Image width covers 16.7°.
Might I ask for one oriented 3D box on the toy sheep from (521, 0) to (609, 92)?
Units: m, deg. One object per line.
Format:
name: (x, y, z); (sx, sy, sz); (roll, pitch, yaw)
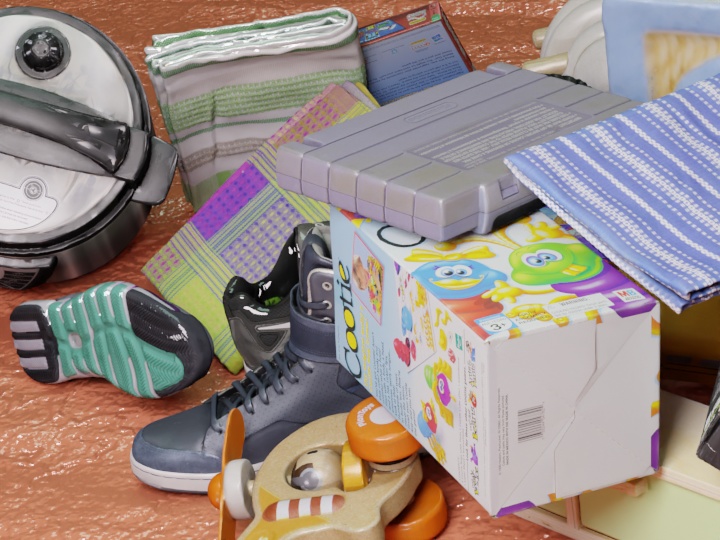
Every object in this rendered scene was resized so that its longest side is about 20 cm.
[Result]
toy sheep: (0.190, -0.147, 1.787); (0.137, 0.139, 0.200); (-4, 24, 10)

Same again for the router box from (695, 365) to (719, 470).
router box: (0.282, 0.087, 1.281); (0.199, 0.062, 0.150); (31, 33, -1)

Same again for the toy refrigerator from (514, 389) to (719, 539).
toy refrigerator: (0.150, 0.113, 1.363); (0.070, 0.076, 0.199); (-31, 35, -35)

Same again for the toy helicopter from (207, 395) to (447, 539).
toy helicopter: (-0.050, 0.142, 1.376); (0.132, 0.079, 0.200); (12, 40, 34)

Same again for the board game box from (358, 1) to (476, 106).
board game box: (-0.020, -0.128, 1.768); (0.199, 0.103, 0.020); (-18, 56, 12)

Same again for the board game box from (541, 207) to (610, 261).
board game box: (0.123, 0.010, 1.598); (0.134, 0.045, 0.200); (-14, 28, -8)

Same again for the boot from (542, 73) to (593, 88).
boot: (0.053, -0.077, 1.693); (0.210, 0.080, 0.158); (-25, 9, -27)

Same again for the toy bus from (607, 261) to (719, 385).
toy bus: (0.206, 0.030, 1.458); (0.199, 0.065, 0.078); (7, -16, 2)

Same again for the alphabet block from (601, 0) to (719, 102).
alphabet block: (0.293, -0.128, 1.645); (0.194, 0.197, 0.200); (9, 32, 28)

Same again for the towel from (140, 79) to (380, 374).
towel: (-0.045, -0.034, 1.646); (0.200, 0.023, 0.144); (-44, 43, -1)

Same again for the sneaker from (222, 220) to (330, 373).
sneaker: (0.000, 0.000, 1.548); (0.199, 0.091, 0.067); (-28, 30, 5)

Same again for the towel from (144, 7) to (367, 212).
towel: (-0.066, -0.108, 1.741); (0.148, 0.200, 0.031); (-9, 58, 0)

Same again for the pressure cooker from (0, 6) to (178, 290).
pressure cooker: (-0.228, -0.088, 1.682); (0.175, 0.179, 0.200); (-26, -7, -7)

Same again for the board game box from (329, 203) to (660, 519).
board game box: (0.070, 0.034, 1.336); (0.102, 0.105, 0.200); (-13, 27, -21)

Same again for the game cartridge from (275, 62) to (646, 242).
game cartridge: (0.065, -0.068, 1.396); (0.129, 0.039, 0.200); (25, 33, 36)

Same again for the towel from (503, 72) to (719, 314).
towel: (0.197, -0.054, 1.335); (0.199, 0.024, 0.145); (-22, 48, -33)

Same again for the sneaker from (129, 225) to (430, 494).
sneaker: (-0.050, 0.050, 1.472); (0.201, 0.147, 0.077); (-11, 29, -1)

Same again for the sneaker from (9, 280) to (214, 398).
sneaker: (-0.143, 0.033, 1.588); (0.087, 0.075, 0.199); (-20, 16, -38)
